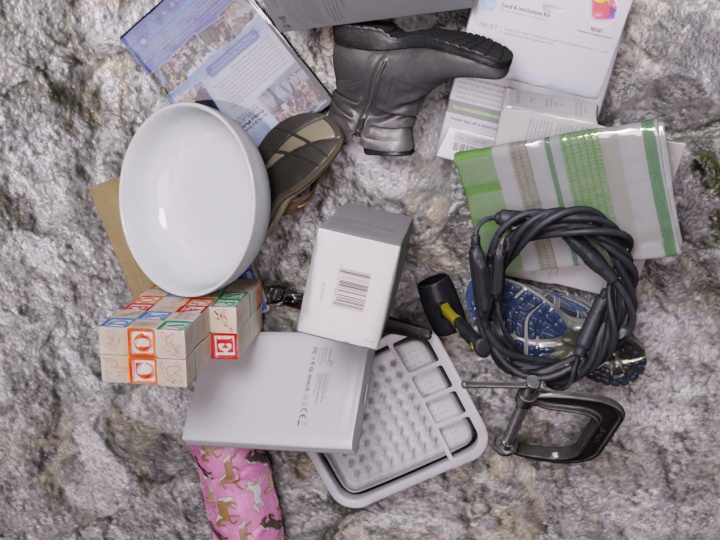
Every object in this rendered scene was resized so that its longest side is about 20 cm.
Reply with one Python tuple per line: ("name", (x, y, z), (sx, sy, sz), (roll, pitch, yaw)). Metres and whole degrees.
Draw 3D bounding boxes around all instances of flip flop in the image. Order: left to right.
("flip flop", (-0.083, -0.087, 1.054), (0.200, 0.057, 0.081), (-53, 58, 25))

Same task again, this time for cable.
("cable", (0.193, 0.028, 0.971), (0.162, 0.051, 0.201), (-8, 112, 8))

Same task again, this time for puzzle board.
("puzzle board", (-0.204, -0.025, 1.117), (0.150, 0.017, 0.201), (-18, 101, 11))

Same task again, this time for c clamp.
("c clamp", (0.189, 0.160, 1.043), (0.170, 0.027, 0.200), (1, 147, 4))

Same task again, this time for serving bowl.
("serving bowl", (-0.166, -0.075, 1.037), (0.199, 0.066, 0.201), (4, 98, 35))

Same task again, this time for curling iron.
("curling iron", (-0.017, 0.050, 1.076), (0.199, 0.050, 0.026), (15, 95, 16))

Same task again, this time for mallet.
("mallet", (0.103, 0.062, 1.005), (0.041, 0.200, 0.066), (-23, 111, -3))

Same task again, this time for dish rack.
("dish rack", (0.028, 0.163, 1.116), (0.199, 0.044, 0.172), (-26, 100, 13))

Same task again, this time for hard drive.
("hard drive", (-0.089, 0.131, 1.073), (0.199, 0.027, 0.132), (0, 61, 20))

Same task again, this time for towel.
("towel", (0.204, -0.070, 0.957), (0.199, 0.031, 0.150), (-5, 122, 23))

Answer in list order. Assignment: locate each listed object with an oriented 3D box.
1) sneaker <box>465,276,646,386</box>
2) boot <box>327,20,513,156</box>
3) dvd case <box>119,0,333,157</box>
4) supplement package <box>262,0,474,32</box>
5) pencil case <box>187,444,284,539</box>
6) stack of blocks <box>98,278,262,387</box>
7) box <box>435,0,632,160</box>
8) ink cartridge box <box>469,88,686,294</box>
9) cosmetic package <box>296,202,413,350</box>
("sneaker", (0.205, 0.056, 1.046), (0.199, 0.085, 0.077), (26, 114, 2))
("boot", (0.057, -0.178, 0.997), (0.199, 0.070, 0.132), (16, 115, 27))
("dvd case", (-0.142, -0.216, 1.055), (0.142, 0.018, 0.200), (-38, 96, 9))
("supplement package", (-0.001, -0.337, 0.918), (0.199, 0.152, 0.151), (-5, 75, 9))
("pencil case", (-0.145, 0.262, 1.146), (0.083, 0.086, 0.201), (3, 108, 46))
("stack of blocks", (-0.180, 0.059, 1.023), (0.115, 0.200, 0.059), (1, 103, 8))
("box", (0.175, -0.198, 1.009), (0.155, 0.041, 0.201), (14, 106, 4))
("ink cartridge box", (0.213, -0.073, 0.993), (0.175, 0.045, 0.201), (12, 129, 6))
("cosmetic package", (0.000, 0.000, 0.998), (0.084, 0.200, 0.108), (13, 100, 3))
